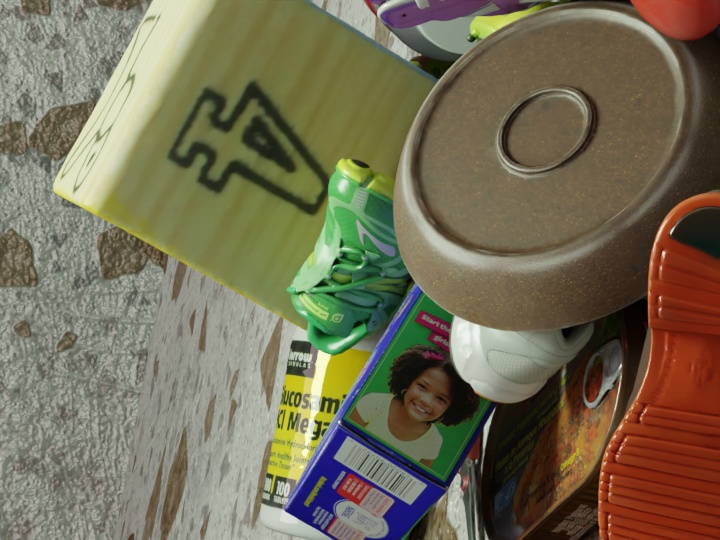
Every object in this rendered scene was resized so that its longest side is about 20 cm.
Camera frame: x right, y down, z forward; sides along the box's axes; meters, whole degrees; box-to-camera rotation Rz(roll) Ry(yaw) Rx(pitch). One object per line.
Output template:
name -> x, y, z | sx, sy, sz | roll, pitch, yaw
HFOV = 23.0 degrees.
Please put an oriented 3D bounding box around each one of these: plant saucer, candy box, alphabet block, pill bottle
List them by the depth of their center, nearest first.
plant saucer -> 0.099, -0.064, 0.902 | 0.200, 0.034, 0.201 | -17, 52, 23
candy box -> 0.046, 0.057, 1.049 | 0.200, 0.077, 0.169 | -59, -1, -27
alphabet block -> -0.085, -0.094, 1.282 | 0.200, 0.196, 0.195 | -61, 16, -2
pill bottle -> 0.061, -0.216, 1.295 | 0.200, 0.112, 0.112 | -118, 41, -72
pill bottle -> -0.003, 0.100, 1.304 | 0.112, 0.112, 0.200 | 168, 113, -76

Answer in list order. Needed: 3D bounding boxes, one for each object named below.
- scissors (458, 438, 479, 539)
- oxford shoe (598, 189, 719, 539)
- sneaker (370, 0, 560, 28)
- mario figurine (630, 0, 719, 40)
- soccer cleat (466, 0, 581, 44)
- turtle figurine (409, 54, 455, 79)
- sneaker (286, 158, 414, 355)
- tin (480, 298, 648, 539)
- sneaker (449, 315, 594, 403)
scissors -> 0.071, 0.137, 1.188 | 0.073, 0.014, 0.200 | 127, 151, -56
oxford shoe -> 0.157, 0.062, 0.812 | 0.073, 0.071, 0.200 | -24, -53, -71
sneaker -> 0.058, -0.166, 0.936 | 0.200, 0.114, 0.073 | 137, 120, -80
mario figurine -> 0.192, -0.203, 0.880 | 0.123, 0.106, 0.200 | 47, -121, -64
soccer cleat -> 0.131, -0.145, 1.043 | 0.084, 0.065, 0.200 | -51, 20, -10
turtle figurine -> 0.045, -0.121, 1.393 | 0.161, 0.064, 0.200 | 143, 137, -71
sneaker -> 0.000, 0.000, 1.120 | 0.084, 0.074, 0.200 | -54, -14, -24
tin -> 0.117, 0.086, 0.977 | 0.200, 0.042, 0.112 | 123, 151, -57
sneaker -> 0.104, -0.032, 0.949 | 0.092, 0.076, 0.200 | -33, 48, 56
